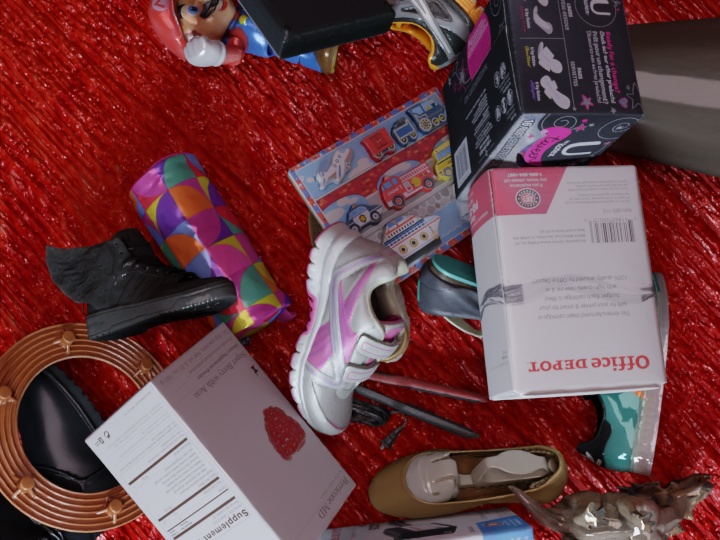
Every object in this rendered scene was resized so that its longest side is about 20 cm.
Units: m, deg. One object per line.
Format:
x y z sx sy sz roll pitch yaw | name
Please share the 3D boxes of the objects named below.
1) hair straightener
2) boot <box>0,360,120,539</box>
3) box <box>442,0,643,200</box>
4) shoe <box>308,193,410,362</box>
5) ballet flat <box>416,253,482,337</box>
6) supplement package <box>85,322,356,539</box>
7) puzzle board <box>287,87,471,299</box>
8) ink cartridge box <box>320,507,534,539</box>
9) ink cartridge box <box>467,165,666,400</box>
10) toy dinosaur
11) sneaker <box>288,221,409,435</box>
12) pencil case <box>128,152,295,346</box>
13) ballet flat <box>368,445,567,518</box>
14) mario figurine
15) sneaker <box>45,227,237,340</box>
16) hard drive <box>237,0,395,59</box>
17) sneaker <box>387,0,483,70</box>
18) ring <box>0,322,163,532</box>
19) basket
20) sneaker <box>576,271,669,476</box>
0.025 0.140 0.855 0.197 0.041 0.078 14 83 2 | hair straightener
-0.313 0.192 0.793 0.201 0.076 0.168 50 46 1 | boot
0.161 -0.158 0.796 0.113 0.200 0.134 -3 75 -10 | box
0.000 0.000 0.870 0.069 0.053 0.203 -23 75 14 | shoe
0.145 0.040 0.855 0.197 0.073 0.074 15 83 -14 | ballet flat
-0.124 0.176 0.779 0.119 0.121 0.201 -38 93 33 | supplement package
0.046 -0.084 0.861 0.199 0.017 0.152 -33 84 -24 | puzzle board
0.055 0.278 0.785 0.197 0.145 0.085 -7 82 -1 | ink cartridge box
0.182 0.013 0.779 0.144 0.083 0.203 -2 78 -10 | ink cartridge box
0.234 0.235 0.807 0.197 0.136 0.087 7 101 7 | toy dinosaur
-0.006 0.063 0.785 0.087 0.081 0.203 15 108 24 | sneaker
-0.150 -0.019 0.857 0.088 0.088 0.201 -33 86 -4 | pencil case
0.105 0.197 0.833 0.197 0.063 0.069 -6 55 -3 | ballet flat
-0.117 -0.259 0.867 0.197 0.124 0.108 5 109 -4 | mario figurine
-0.211 0.003 0.812 0.197 0.060 0.106 -16 76 23 | sneaker
-0.072 -0.307 0.864 0.138 0.033 0.201 -22 67 -31 | hard drive
0.043 -0.295 0.893 0.200 0.078 0.077 44 94 6 | sneaker
-0.255 0.141 0.803 0.198 0.019 0.203 20 55 -30 | ring
0.317 -0.175 0.850 0.197 0.136 0.183 4 76 5 | basket
0.258 0.094 0.844 0.079 0.071 0.203 7 73 17 | sneaker
